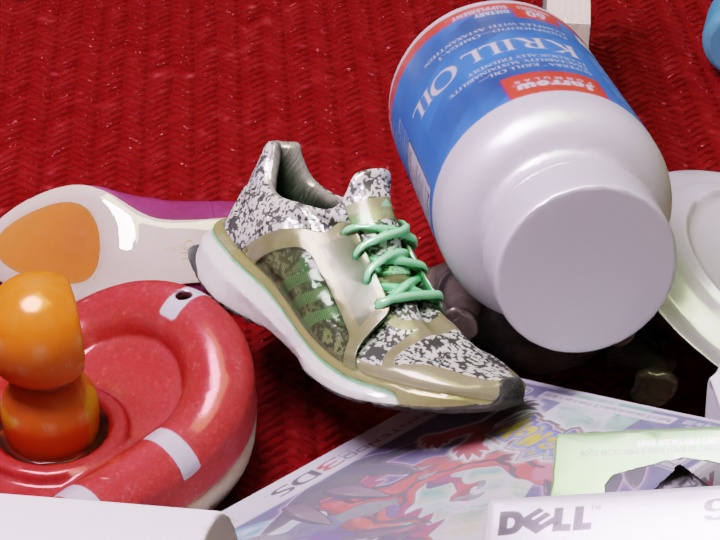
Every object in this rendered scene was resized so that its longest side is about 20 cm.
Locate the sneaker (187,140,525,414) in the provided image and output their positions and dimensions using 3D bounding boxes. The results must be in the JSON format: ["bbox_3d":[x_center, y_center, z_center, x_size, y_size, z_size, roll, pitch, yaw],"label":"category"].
[{"bbox_3d":[0.000,0.000,0.937,0.200,0.089,0.077,32,23,36],"label":"sneaker"}]

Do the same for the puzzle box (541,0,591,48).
[{"bbox_3d":[0.117,-0.131,1.184,0.025,0.133,0.200,3,35,4],"label":"puzzle box"}]

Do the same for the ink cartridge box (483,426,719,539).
[{"bbox_3d":[0.095,0.127,0.683,0.104,0.059,0.200,-6,54,25],"label":"ink cartridge box"}]

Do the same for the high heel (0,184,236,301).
[{"bbox_3d":[-0.098,-0.011,1.093,0.199,0.068,0.096,-9,-12,17],"label":"high heel"}]

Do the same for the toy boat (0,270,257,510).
[{"bbox_3d":[-0.136,0.058,0.906,0.130,0.131,0.200,27,42,32],"label":"toy boat"}]

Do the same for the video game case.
[{"bbox_3d":[0.039,0.099,0.863,0.182,0.023,0.200,-27,19,-27],"label":"video game case"}]

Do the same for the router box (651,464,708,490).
[{"bbox_3d":[0.096,0.186,0.716,0.200,0.051,0.149,-43,47,-7],"label":"router box"}]

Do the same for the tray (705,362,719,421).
[{"bbox_3d":[0.169,0.117,0.846,0.022,0.108,0.200,-5,34,-2],"label":"tray"}]

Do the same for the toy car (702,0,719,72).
[{"bbox_3d":[0.337,-0.208,1.285,0.200,0.177,0.185,18,47,3],"label":"toy car"}]

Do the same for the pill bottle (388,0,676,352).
[{"bbox_3d":[0.083,-0.045,0.967,0.112,0.113,0.200,-5,27,-9],"label":"pill bottle"}]

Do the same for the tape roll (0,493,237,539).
[{"bbox_3d":[-0.121,0.174,0.675,0.139,0.203,0.203,4,35,6],"label":"tape roll"}]

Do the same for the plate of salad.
[{"bbox_3d":[0.216,0.020,1.033,0.200,0.048,0.200,18,35,-13],"label":"plate of salad"}]

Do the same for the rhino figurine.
[{"bbox_3d":[0.059,0.024,1.022,0.199,0.060,0.087,3,25,8],"label":"rhino figurine"}]
